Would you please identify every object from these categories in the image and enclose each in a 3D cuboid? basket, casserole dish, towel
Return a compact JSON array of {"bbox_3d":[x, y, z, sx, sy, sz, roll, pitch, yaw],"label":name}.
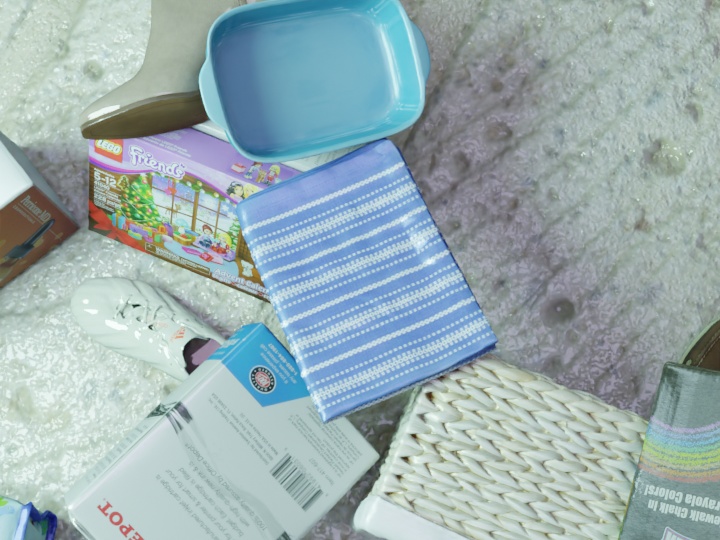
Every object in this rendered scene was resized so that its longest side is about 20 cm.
[{"bbox_3d":[0.109,0.172,0.822,0.199,0.198,0.162,21,75,4],"label":"basket"},{"bbox_3d":[-0.037,-0.153,0.806,0.199,0.039,0.122,-17,96,-26],"label":"casserole dish"},{"bbox_3d":[0.000,0.000,0.776,0.144,0.024,0.201,-22,64,-6],"label":"towel"}]

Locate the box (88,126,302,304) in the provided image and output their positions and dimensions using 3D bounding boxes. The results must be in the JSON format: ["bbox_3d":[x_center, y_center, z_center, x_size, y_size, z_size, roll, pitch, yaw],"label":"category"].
[{"bbox_3d":[-0.139,-0.055,0.890,0.199,0.137,0.039,21,48,4],"label":"box"}]

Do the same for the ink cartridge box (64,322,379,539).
[{"bbox_3d":[-0.109,0.161,0.799,0.200,0.084,0.146,-43,100,-16],"label":"ink cartridge box"}]

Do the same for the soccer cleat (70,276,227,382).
[{"bbox_3d":[-0.167,0.059,0.896,0.199,0.078,0.070,28,80,5],"label":"soccer cleat"}]

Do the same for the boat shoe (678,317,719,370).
[{"bbox_3d":[0.304,0.129,0.892,0.074,0.075,0.203,27,80,4],"label":"boat shoe"}]

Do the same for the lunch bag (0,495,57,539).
[{"bbox_3d":[-0.358,0.278,0.828,0.169,0.128,0.201,9,70,0],"label":"lunch bag"}]

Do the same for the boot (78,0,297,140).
[{"bbox_3d":[-0.143,-0.196,0.825,0.199,0.070,0.147,-15,83,-16],"label":"boot"}]

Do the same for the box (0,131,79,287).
[{"bbox_3d":[-0.367,-0.032,0.873,0.200,0.152,0.106,-39,81,-7],"label":"box"}]

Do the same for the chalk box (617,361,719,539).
[{"bbox_3d":[0.262,0.184,0.708,0.124,0.124,0.201,8,71,39],"label":"chalk box"}]

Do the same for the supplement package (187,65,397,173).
[{"bbox_3d":[-0.078,-0.146,0.915,0.199,0.120,0.122,23,79,4],"label":"supplement package"}]
